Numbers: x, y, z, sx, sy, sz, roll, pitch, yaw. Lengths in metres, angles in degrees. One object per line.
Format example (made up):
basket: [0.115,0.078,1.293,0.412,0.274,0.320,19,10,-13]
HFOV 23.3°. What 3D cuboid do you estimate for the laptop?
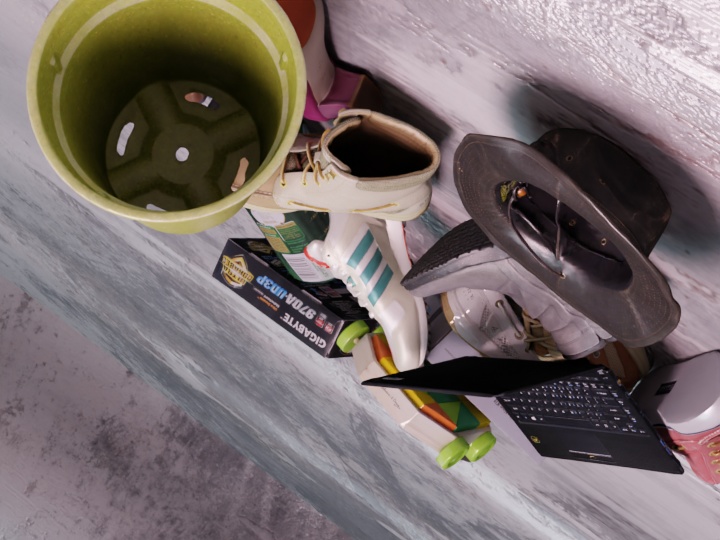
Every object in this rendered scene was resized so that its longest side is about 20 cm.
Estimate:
laptop: [0.135,0.129,1.447,0.177,0.103,0.200,1,136,54]

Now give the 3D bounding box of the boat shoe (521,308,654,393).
boat shoe: [0.174,0.045,1.457,0.200,0.074,0.075,48,163,-30]

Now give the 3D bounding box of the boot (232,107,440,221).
boot: [-0.034,-0.090,1.433,0.198,0.073,0.155,8,171,0]

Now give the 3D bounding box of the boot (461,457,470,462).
boot: [0.068,0.134,2.009,0.200,0.077,0.138,51,170,3]

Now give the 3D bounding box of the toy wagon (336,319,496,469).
toy wagon: [0.064,0.109,1.619,0.155,0.040,0.200,49,-161,18]

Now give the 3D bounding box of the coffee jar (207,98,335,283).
coffee jar: [-0.071,-0.087,1.608,0.085,0.105,0.200,1,141,41]

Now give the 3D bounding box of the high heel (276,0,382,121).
high heel: [-0.065,-0.179,1.389,0.096,0.068,0.200,14,156,37]

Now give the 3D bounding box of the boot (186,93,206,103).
boot: [-0.224,-0.233,1.665,0.199,0.075,0.097,29,145,33]

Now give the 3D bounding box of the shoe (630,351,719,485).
shoe: [0.290,0.123,1.428,0.091,0.072,0.200,38,169,-5]

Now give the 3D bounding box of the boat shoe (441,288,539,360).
boat shoe: [0.159,0.064,1.564,0.200,0.069,0.071,36,-152,-36]

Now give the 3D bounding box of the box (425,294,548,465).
box: [0.110,0.083,1.650,0.156,0.041,0.200,44,-171,-18]

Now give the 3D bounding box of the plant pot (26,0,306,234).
plant pot: [-0.140,-0.113,1.325,0.200,0.201,0.184,38,169,6]

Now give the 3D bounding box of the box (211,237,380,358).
box: [-0.027,0.025,1.737,0.159,0.046,0.199,35,-161,27]

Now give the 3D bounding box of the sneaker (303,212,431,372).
sneaker: [0.000,-0.001,1.536,0.070,0.093,0.201,146,112,-80]

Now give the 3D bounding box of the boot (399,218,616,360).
boot: [0.129,0.020,1.378,0.199,0.070,0.132,-20,114,50]

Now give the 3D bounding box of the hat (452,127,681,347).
hat: [0.161,-0.043,1.226,0.200,0.081,0.201,40,161,17]
